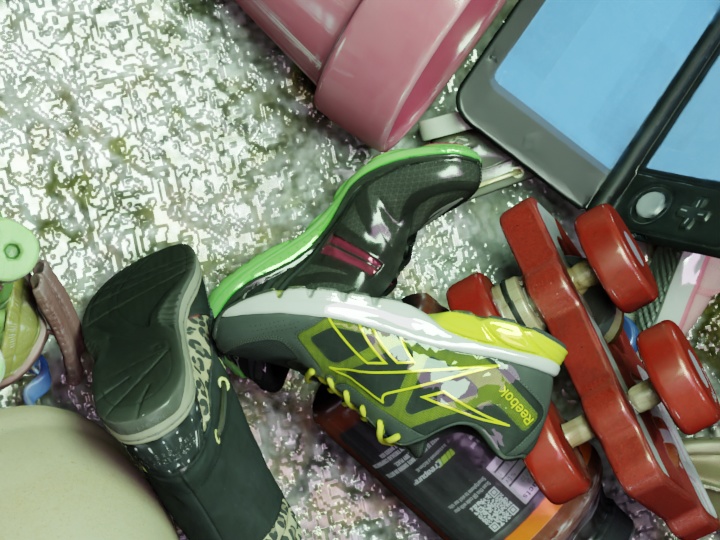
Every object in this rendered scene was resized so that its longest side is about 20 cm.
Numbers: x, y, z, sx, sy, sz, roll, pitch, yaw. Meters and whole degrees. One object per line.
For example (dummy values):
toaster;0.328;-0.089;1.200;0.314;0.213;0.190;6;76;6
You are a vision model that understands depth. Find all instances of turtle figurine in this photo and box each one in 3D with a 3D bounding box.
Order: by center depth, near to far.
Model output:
turtle figurine;-0.248;0.013;1.513;0.144;0.194;0.200;-41;95;-12

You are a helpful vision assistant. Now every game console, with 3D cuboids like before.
game console;0.190;-0.127;1.612;0.200;0.176;0.116;-56;130;-18

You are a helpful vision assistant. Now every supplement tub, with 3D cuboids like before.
supplement tub;0.073;0.114;1.645;0.200;0.107;0.107;43;77;-11

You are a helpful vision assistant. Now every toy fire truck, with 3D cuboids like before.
toy fire truck;0.145;0.060;1.610;0.112;0.168;0.200;-29;65;10

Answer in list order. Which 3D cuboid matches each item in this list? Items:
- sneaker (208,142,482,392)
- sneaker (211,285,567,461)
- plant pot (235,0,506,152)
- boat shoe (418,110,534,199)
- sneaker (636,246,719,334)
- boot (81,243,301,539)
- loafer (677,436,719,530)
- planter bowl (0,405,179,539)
sneaker;0.000;0.000;1.617;0.200;0.077;0.084;-40;63;11
sneaker;0.013;0.059;1.506;0.199;0.074;0.085;8;83;5
plant pot;-0.002;-0.199;1.603;0.179;0.200;0.200;35;78;4
boat shoe;0.136;-0.081;1.689;0.201;0.072;0.061;-9;90;-14
sneaker;0.254;-0.029;1.718;0.104;0.075;0.201;26;76;-8
boot;-0.095;0.087;1.559;0.073;0.204;0.154;-25;116;9
loafer;0.259;0.151;1.711;0.199;0.076;0.068;13;78;-15
planter bowl;-0.175;0.195;1.509;0.200;0.135;0.201;-18;123;-29
